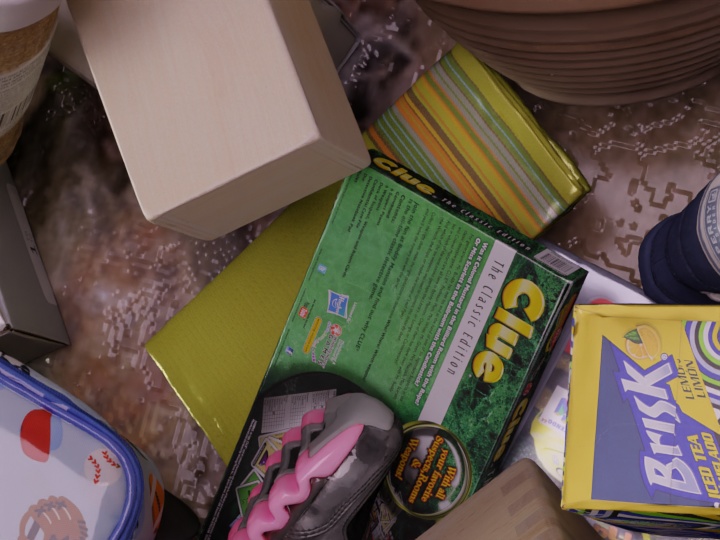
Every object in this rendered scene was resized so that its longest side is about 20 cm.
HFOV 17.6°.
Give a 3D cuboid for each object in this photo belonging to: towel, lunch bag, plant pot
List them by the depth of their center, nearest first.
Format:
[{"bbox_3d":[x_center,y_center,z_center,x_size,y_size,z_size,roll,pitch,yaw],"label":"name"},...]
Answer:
[{"bbox_3d":[-0.181,0.122,0.896,0.160,0.076,0.201,31,86,6],"label":"lunch bag"},{"bbox_3d":[0.101,-0.130,0.932,0.200,0.201,0.093,-5,122,12],"label":"plant pot"},{"bbox_3d":[0.000,0.000,0.973,0.200,0.018,0.086,-43,70,19],"label":"towel"}]

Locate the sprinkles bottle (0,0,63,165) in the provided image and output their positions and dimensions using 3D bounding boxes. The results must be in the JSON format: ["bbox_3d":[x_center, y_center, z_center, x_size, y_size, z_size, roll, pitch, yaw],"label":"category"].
[{"bbox_3d":[-0.150,-0.093,0.883,0.068,0.200,0.069,5,72,-14],"label":"sprinkles bottle"}]

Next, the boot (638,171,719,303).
[{"bbox_3d":[0.213,-0.016,0.927,0.199,0.090,0.073,2,78,-17],"label":"boot"}]

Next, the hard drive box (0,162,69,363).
[{"bbox_3d":[-0.251,-0.003,1.020,0.199,0.077,0.157,-22,78,9],"label":"hard drive box"}]

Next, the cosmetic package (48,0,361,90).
[{"bbox_3d":[-0.110,-0.129,0.994,0.200,0.103,0.087,35,90,16],"label":"cosmetic package"}]

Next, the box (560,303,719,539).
[{"bbox_3d":[0.116,0.058,0.831,0.064,0.200,0.070,2,82,14],"label":"box"}]

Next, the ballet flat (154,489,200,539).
[{"bbox_3d":[-0.165,0.087,0.964,0.199,0.068,0.069,0,107,-10],"label":"ballet flat"}]

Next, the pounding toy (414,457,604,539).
[{"bbox_3d":[0.033,0.188,0.840,0.184,0.142,0.200,-38,110,8],"label":"pounding toy"}]

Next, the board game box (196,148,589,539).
[{"bbox_3d":[0.007,0.063,0.940,0.105,0.023,0.201,32,114,20],"label":"board game box"}]

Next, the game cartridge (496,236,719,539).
[{"bbox_3d":[0.113,0.081,0.950,0.199,0.041,0.134,27,93,15],"label":"game cartridge"}]

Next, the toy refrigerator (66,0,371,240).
[{"bbox_3d":[-0.071,-0.120,0.899,0.076,0.070,0.201,-25,76,14],"label":"toy refrigerator"}]

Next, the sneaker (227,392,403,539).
[{"bbox_3d":[-0.019,0.139,0.927,0.095,0.079,0.201,28,116,0],"label":"sneaker"}]
